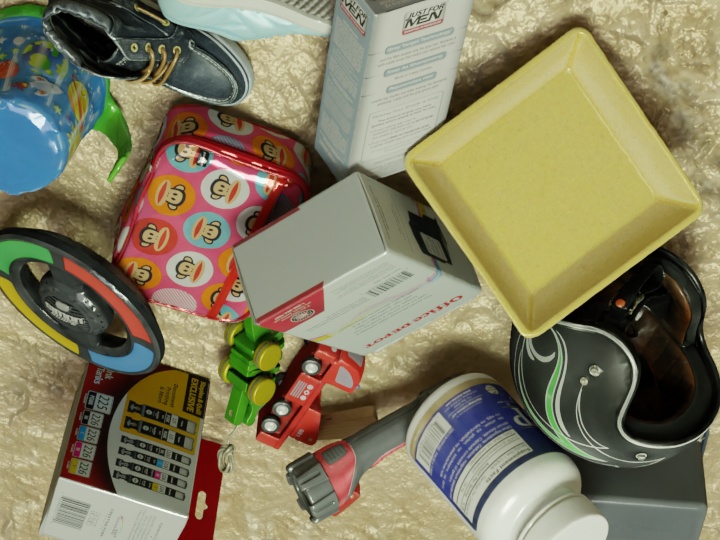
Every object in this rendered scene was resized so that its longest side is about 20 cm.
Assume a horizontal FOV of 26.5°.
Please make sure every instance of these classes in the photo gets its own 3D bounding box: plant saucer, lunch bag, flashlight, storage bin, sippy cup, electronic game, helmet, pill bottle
[{"bbox_3d":[0.169,-0.078,1.358,0.199,0.048,0.201,-36,97,3],"label":"plant saucer"},{"bbox_3d":[-0.130,-0.046,1.429,0.174,0.082,0.201,18,128,-16],"label":"lunch bag"},{"bbox_3d":[0.022,0.182,1.557,0.198,0.068,0.069,-27,92,-16],"label":"flashlight"},{"bbox_3d":[0.265,0.227,1.586,0.197,0.135,0.147,5,127,-1],"label":"storage bin"},{"bbox_3d":[-0.292,-0.140,1.328,0.175,0.131,0.141,-1,128,2],"label":"sippy cup"},{"bbox_3d":[-0.273,0.031,1.461,0.198,0.042,0.201,25,149,15],"label":"electronic game"},{"bbox_3d":[0.239,0.088,1.445,0.197,0.201,0.193,-9,122,8],"label":"helmet"},{"bbox_3d":[0.143,0.204,1.476,0.119,0.200,0.121,-23,137,-23],"label":"pill bottle"}]

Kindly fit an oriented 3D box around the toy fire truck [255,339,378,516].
[{"bbox_3d":[-0.032,0.157,1.594,0.140,0.049,0.201,25,123,-17],"label":"toy fire truck"}]

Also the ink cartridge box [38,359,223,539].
[{"bbox_3d":[-0.211,0.189,1.527,0.174,0.201,0.084,19,125,-12],"label":"ink cartridge box"}]

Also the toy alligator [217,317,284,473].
[{"bbox_3d":[-0.108,0.114,1.554,0.054,0.059,0.202,-15,126,-43],"label":"toy alligator"}]

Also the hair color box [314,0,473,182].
[{"bbox_3d":[0.026,-0.169,1.292,0.098,0.061,0.201,-20,146,-24],"label":"hair color box"}]

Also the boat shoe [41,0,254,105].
[{"bbox_3d":[-0.184,-0.185,1.314,0.199,0.091,0.071,30,125,-19],"label":"boat shoe"}]

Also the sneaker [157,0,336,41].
[{"bbox_3d":[-0.078,-0.230,1.306,0.197,0.075,0.082,11,157,-13],"label":"sneaker"}]

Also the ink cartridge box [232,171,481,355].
[{"bbox_3d":[0.000,0.000,1.396,0.145,0.084,0.199,-29,157,21],"label":"ink cartridge box"}]
